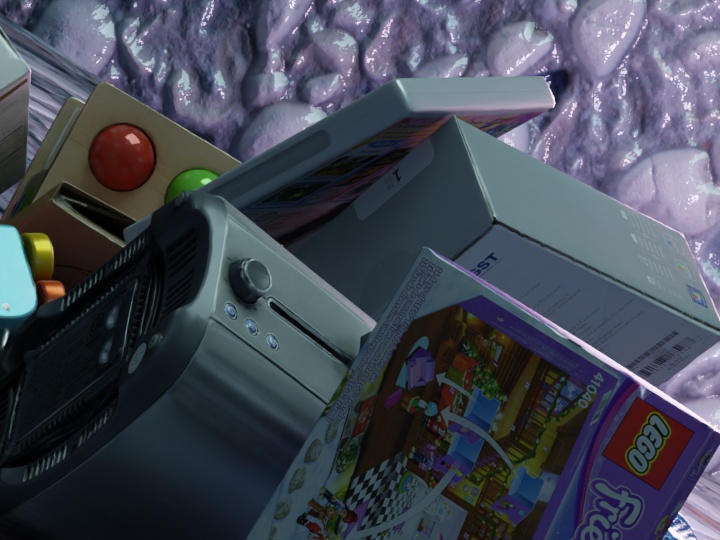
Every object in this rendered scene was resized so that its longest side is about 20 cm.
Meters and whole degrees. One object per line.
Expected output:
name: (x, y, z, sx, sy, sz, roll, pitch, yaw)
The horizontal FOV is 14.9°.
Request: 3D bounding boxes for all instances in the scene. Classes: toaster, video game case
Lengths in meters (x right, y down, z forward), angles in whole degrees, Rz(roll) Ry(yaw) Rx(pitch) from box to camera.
toaster: (-0.077, 0.066, 1.179, 0.129, 0.200, 0.114, 33, 41, -25)
video game case: (-0.008, -0.057, 1.495, 0.200, 0.181, 0.024, -9, 72, -64)

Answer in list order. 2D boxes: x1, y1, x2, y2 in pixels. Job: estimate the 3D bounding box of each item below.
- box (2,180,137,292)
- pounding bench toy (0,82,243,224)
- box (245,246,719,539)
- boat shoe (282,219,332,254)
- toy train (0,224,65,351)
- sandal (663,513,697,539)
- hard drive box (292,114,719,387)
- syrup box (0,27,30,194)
box: (-0.138, 0.017, 1.591, 0.163, 0.021, 0.200, 30, -22, -16)
pounding bench toy: (-0.117, -0.012, 1.738, 0.199, 0.125, 0.156, 30, -8, -13)
box: (0.032, 0.112, 1.077, 0.136, 0.201, 0.039, 32, 2, 16)
boat shoe: (0.000, 0.000, 1.567, 0.072, 0.199, 0.062, -19, 82, -58)
toy train: (-0.251, -0.009, 1.418, 0.200, 0.056, 0.150, 39, 45, 6)
sandal: (0.201, 0.203, 1.612, 0.079, 0.087, 0.200, 38, 21, -25)
hard drive box: (0.072, 0.021, 1.493, 0.199, 0.156, 0.077, 24, 36, -43)
syrup box: (-0.253, -0.096, 1.672, 0.079, 0.081, 0.200, 51, -16, 8)
